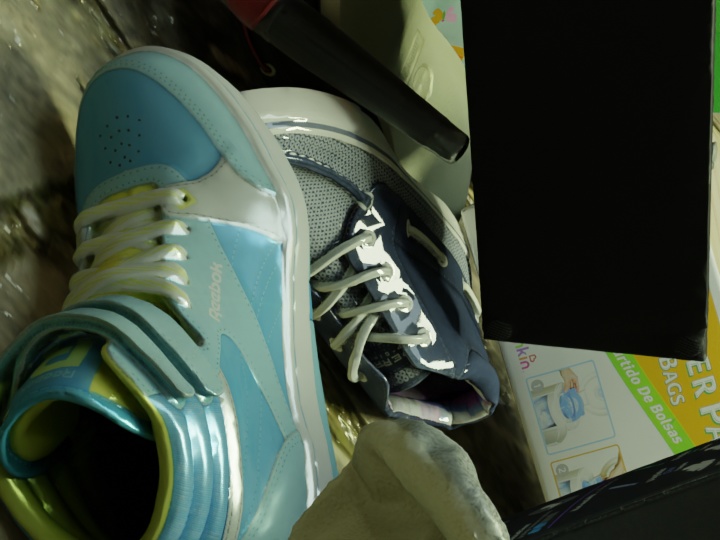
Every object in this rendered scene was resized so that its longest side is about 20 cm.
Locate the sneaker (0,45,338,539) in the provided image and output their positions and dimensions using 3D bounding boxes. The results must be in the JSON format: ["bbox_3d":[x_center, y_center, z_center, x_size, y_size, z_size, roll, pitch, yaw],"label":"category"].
[{"bbox_3d":[-0.071,0.008,0.639,0.131,0.079,0.200,19,51,-62],"label":"sneaker"}]

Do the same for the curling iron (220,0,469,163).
[{"bbox_3d":[-0.033,-0.111,0.780,0.200,0.050,0.026,46,26,15],"label":"curling iron"}]

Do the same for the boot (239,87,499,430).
[{"bbox_3d":[0.000,0.000,0.802,0.200,0.073,0.090,28,38,-56],"label":"boot"}]

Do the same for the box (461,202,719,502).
[{"bbox_3d":[0.122,0.050,0.925,0.112,0.101,0.200,-19,93,-85],"label":"box"}]

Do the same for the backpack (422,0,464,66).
[{"bbox_3d":[0.021,-0.183,0.904,0.127,0.167,0.200,49,-3,33],"label":"backpack"}]

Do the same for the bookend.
[{"bbox_3d":[0.107,-0.105,0.813,0.199,0.092,0.200,-69,159,-47],"label":"bookend"}]

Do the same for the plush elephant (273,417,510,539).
[{"bbox_3d":[-0.018,0.127,0.496,0.200,0.155,0.165,-47,114,-47],"label":"plush elephant"}]

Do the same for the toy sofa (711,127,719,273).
[{"bbox_3d":[0.179,-0.006,1.183,0.098,0.083,0.200,38,36,-41],"label":"toy sofa"}]

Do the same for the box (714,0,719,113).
[{"bbox_3d":[0.192,-0.155,1.175,0.176,0.200,0.097,-51,144,-65],"label":"box"}]

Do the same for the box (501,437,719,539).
[{"bbox_3d":[0.083,0.140,0.693,0.106,0.200,0.122,-15,82,-67],"label":"box"}]

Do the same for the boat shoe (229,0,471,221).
[{"bbox_3d":[0.001,-0.079,0.880,0.074,0.063,0.201,-65,150,-24],"label":"boat shoe"}]
